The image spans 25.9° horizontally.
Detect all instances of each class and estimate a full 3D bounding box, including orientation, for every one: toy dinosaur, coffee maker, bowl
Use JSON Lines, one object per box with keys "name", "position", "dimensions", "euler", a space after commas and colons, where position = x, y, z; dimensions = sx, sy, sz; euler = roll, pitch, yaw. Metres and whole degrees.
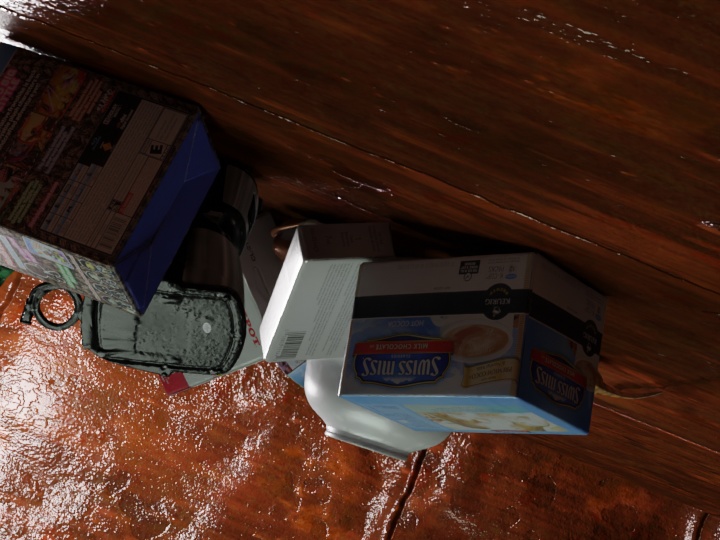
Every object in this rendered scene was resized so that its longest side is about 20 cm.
{"name": "toy dinosaur", "position": [0.265, 0.130, 1.838], "dimensions": [0.105, 0.061, 0.200], "euler": [14, 170, 36]}
{"name": "coffee maker", "position": [-0.189, -0.021, 1.430], "dimensions": [0.191, 0.135, 0.201], "euler": [25, -145, -20]}
{"name": "bowl", "position": [0.019, 0.152, 1.715], "dimensions": [0.199, 0.091, 0.201], "euler": [17, 174, 2]}

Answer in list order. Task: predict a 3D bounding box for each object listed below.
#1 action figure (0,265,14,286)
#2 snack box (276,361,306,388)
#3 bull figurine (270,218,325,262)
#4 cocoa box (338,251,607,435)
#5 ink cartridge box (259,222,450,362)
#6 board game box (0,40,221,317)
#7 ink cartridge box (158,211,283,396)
{"name": "action figure", "position": [-0.308, -0.074, 1.438], "dimensions": [0.117, 0.202, 0.055], "euler": [21, 173, 6]}
{"name": "snack box", "position": [-0.113, 0.037, 1.872], "dimensions": [0.201, 0.067, 0.169], "euler": [51, 178, 9]}
{"name": "bull figurine", "position": [0.000, 0.000, 1.639], "dimensions": [0.199, 0.066, 0.121], "euler": [22, 169, -26]}
{"name": "cocoa box", "position": [0.101, 0.070, 1.414], "dimensions": [0.199, 0.133, 0.133], "euler": [-3, 159, 38]}
{"name": "ink cartridge box", "position": [0.004, 0.024, 1.545], "dimensions": [0.174, 0.045, 0.200], "euler": [-1, 149, -17]}
{"name": "board game box", "position": [-0.245, -0.078, 1.318], "dimensions": [0.198, 0.160, 0.097], "euler": [20, 157, 17]}
{"name": "ink cartridge box", "position": [-0.159, 0.039, 1.747], "dimensions": [0.199, 0.147, 0.083], "euler": [-22, -177, 42]}
